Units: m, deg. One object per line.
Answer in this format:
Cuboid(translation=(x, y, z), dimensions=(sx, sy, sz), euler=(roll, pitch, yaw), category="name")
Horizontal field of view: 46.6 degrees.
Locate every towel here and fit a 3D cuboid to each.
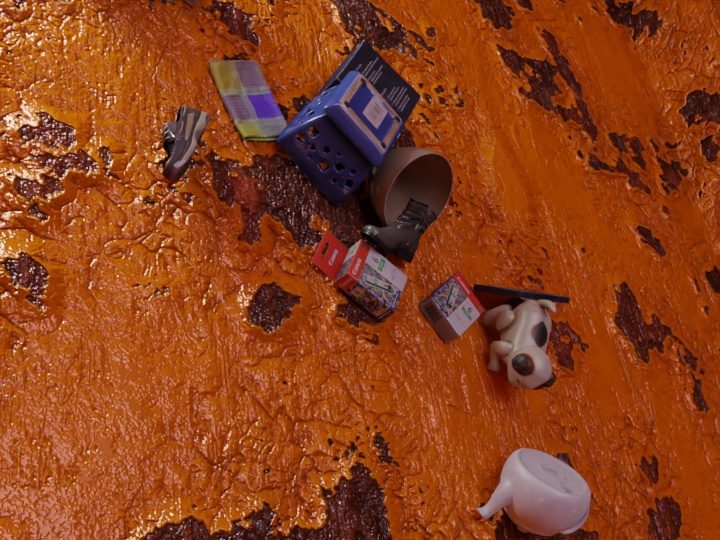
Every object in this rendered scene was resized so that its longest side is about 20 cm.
Cuboid(translation=(-0.238, -0.370, 1.804), dimensions=(0.143, 0.023, 0.202), euler=(-10, 71, -46), category="towel")

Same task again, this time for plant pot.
Cuboid(translation=(0.092, -0.197, 1.890), dimensions=(0.198, 0.203, 0.134), euler=(-2, 29, -42), category="plant pot")
Cuboid(translation=(-0.030, -0.298, 1.815), dimensions=(0.200, 0.179, 0.201), euler=(46, 41, -15), category="plant pot")

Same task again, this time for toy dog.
Cuboid(translation=(0.378, 0.180, 1.882), dimensions=(0.139, 0.193, 0.202), euler=(39, 36, -32), category="toy dog")

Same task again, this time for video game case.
Cuboid(translation=(0.386, 0.056, 2.001), dimensions=(0.198, 0.142, 0.019), euler=(6, 93, -43), category="video game case")

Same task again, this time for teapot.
Cuboid(translation=(0.366, 0.472, 1.711), dimensions=(0.198, 0.148, 0.197), euler=(27, 15, 19), category="teapot")

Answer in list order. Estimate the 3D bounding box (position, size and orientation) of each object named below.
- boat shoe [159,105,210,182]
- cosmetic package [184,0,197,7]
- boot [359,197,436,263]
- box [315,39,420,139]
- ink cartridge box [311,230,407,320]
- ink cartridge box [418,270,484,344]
Cuboid(translation=(-0.349, -0.244, 1.595), dimensions=(0.073, 0.075, 0.201), euler=(26, 39, -14), category="boat shoe")
Cuboid(translation=(-0.410, -0.678, 1.793), dimensions=(0.199, 0.103, 0.088), euler=(31, 44, -25), category="cosmetic package")
Cuboid(translation=(0.083, -0.102, 1.809), dimensions=(0.067, 0.132, 0.199), euler=(31, 5, 34), category="boot")
Cuboid(translation=(0.015, -0.402, 1.982), dimensions=(0.200, 0.117, 0.198), euler=(42, 43, -13), category="box")
Cuboid(translation=(0.000, 0.000, 1.743), dimensions=(0.199, 0.050, 0.110), euler=(40, 44, -16), category="ink cartridge box")
Cuboid(translation=(0.224, 0.071, 1.910), dimensions=(0.109, 0.050, 0.200), euler=(53, 42, 0), category="ink cartridge box")
